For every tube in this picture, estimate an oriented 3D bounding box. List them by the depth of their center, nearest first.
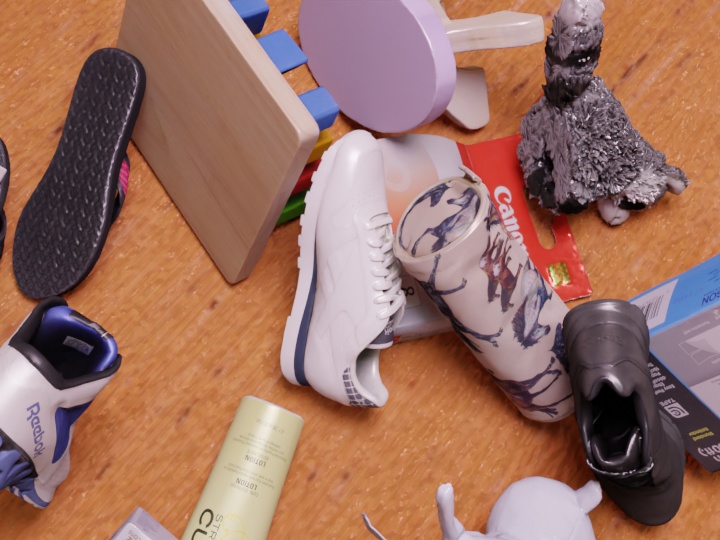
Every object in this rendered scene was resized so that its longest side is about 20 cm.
[{"bbox_3d":[-0.096,0.193,0.732,0.057,0.052,0.203,10,71,36],"label":"tube"}]

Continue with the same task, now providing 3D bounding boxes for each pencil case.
[{"bbox_3d":[0.106,0.020,0.759,0.090,0.078,0.200,-48,120,-12],"label":"pencil case"}]

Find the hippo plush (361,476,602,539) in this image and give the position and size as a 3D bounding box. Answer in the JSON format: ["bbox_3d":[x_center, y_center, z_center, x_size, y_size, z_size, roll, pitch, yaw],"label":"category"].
[{"bbox_3d":[0.092,0.220,0.718,0.160,0.158,0.202,-30,90,-49],"label":"hippo plush"}]

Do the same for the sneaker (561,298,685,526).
[{"bbox_3d":[0.183,0.120,0.724,0.075,0.202,0.091,-14,33,22],"label":"sneaker"}]

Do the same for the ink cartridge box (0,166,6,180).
[{"bbox_3d":[-0.339,-0.055,0.738,0.115,0.067,0.202,28,86,22],"label":"ink cartridge box"}]

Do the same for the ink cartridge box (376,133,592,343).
[{"bbox_3d":[0.083,-0.037,0.844,0.197,0.050,0.165,-13,72,-9],"label":"ink cartridge box"}]

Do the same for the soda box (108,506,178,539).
[{"bbox_3d":[-0.096,0.250,0.674,0.200,0.064,0.068,42,83,-2],"label":"soda box"}]

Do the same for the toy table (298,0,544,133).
[{"bbox_3d":[0.047,-0.195,0.842,0.116,0.186,0.200,-22,40,-25],"label":"toy table"}]

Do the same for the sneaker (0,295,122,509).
[{"bbox_3d":[-0.204,0.086,0.674,0.080,0.200,0.115,42,77,5],"label":"sneaker"}]

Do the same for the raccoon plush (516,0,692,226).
[{"bbox_3d":[0.213,-0.122,0.826,0.132,0.202,0.097,-9,47,-20],"label":"raccoon plush"}]

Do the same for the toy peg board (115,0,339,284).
[{"bbox_3d":[-0.092,-0.134,0.788,0.097,0.200,0.201,-27,74,-33],"label":"toy peg board"}]

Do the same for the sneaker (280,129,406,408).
[{"bbox_3d":[0.000,0.000,0.755,0.080,0.203,0.076,18,20,32],"label":"sneaker"}]

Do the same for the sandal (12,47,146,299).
[{"bbox_3d":[-0.209,-0.070,0.798,0.074,0.045,0.203,20,89,16],"label":"sandal"}]

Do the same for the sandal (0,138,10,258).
[{"bbox_3d":[-0.307,-0.007,0.781,0.074,0.048,0.204,7,82,10],"label":"sandal"}]

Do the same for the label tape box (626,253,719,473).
[{"bbox_3d":[0.291,0.086,0.744,0.200,0.143,0.066,43,49,-9],"label":"label tape box"}]
